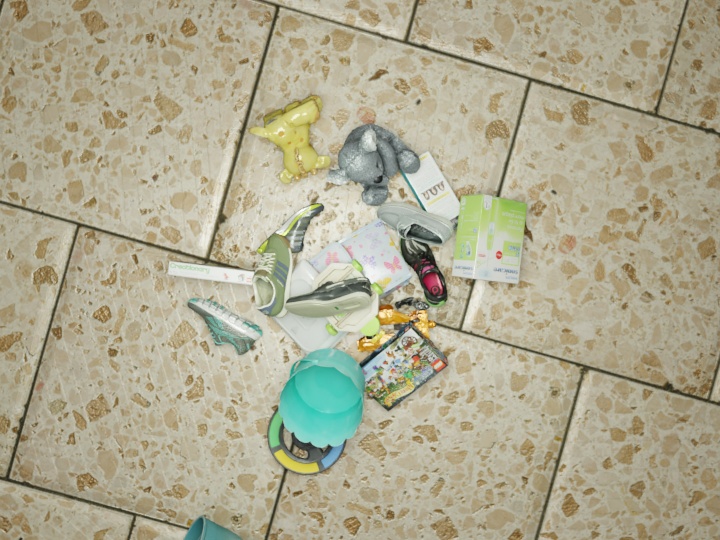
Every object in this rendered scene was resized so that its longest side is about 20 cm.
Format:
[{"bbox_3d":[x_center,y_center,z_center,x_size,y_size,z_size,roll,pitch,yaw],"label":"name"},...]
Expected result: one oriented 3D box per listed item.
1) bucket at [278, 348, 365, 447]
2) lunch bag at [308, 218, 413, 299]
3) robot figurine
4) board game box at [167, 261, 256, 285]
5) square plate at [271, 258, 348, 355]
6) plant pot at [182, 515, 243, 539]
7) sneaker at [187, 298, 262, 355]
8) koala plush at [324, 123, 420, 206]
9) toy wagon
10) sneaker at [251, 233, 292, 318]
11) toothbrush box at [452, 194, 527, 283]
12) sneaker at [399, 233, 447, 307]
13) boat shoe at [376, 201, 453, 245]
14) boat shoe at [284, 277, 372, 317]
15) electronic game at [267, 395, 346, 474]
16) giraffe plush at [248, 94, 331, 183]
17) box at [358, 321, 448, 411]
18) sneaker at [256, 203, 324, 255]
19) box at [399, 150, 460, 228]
[{"bbox_3d":[-0.083,0.287,1.358,0.207,0.135,0.207,1,105,5],"label":"bucket"},{"bbox_3d":[0.000,0.000,1.401,0.200,0.127,0.170,-28,80,-6],"label":"lunch bag"},{"bbox_3d":[0.087,0.141,1.453,0.200,0.058,0.145,-5,91,0],"label":"robot figurine"},{"bbox_3d":[-0.346,0.006,1.410,0.200,0.126,0.035,7,90,-2],"label":"board game box"},{"bbox_3d":[-0.125,0.105,1.398,0.200,0.028,0.198,46,121,5],"label":"square plate"},{"bbox_3d":[-0.335,0.717,1.390,0.188,0.200,0.200,28,90,-16],"label":"plant pot"},{"bbox_3d":[-0.346,0.140,1.439,0.200,0.078,0.091,30,94,0],"label":"sneaker"},{"bbox_3d":[0.008,-0.256,1.360,0.177,0.200,0.184,-42,84,26],"label":"koala plush"},{"bbox_3d":[-0.021,0.079,1.317,0.155,0.040,0.200,-42,86,9],"label":"toy wagon"},{"bbox_3d":[-0.209,0.008,1.352,0.067,0.090,0.200,-6,80,29],"label":"sneaker"},{"bbox_3d":[0.313,-0.075,1.417,0.145,0.086,0.200,7,91,-30],"label":"toothbrush box"},{"bbox_3d":[0.163,-0.008,1.433,0.077,0.084,0.200,-27,79,-9],"label":"sneaker"},{"bbox_3d":[0.123,-0.110,1.415,0.201,0.070,0.072,18,47,21],"label":"boat shoe"},{"bbox_3d":[-0.070,0.059,1.281,0.200,0.072,0.068,-11,54,17],"label":"boat shoe"},{"bbox_3d":[-0.133,0.409,1.458,0.200,0.042,0.200,0,90,-1],"label":"electronic game"},{"bbox_3d":[-0.152,-0.307,1.406,0.172,0.200,0.162,-11,117,29],"label":"giraffe plush"},{"bbox_3d":[0.094,0.236,1.421,0.200,0.038,0.137,-42,104,17],"label":"box"},{"bbox_3d":[-0.160,-0.090,1.448,0.200,0.074,0.081,-42,98,7],"label":"sneaker"},{"bbox_3d":[0.183,-0.189,1.458,0.082,0.049,0.200,-31,91,-1],"label":"box"}]
